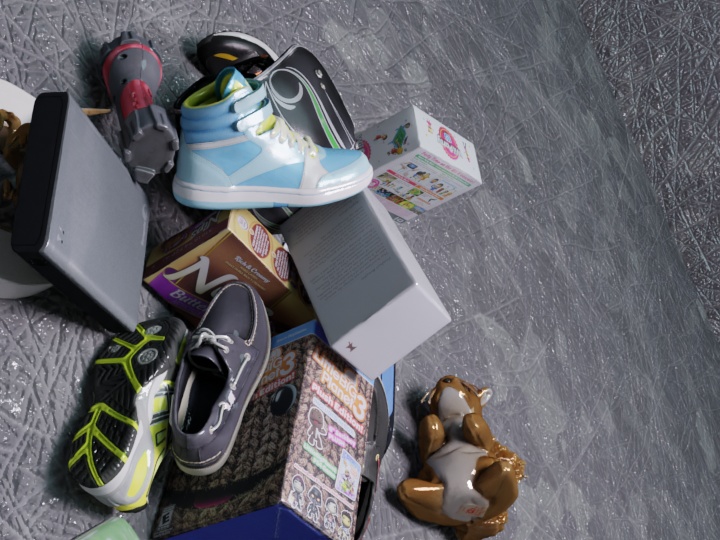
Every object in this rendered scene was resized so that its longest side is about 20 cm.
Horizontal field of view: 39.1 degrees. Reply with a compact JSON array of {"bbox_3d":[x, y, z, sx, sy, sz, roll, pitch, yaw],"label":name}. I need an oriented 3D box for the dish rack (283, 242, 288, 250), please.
[{"bbox_3d":[-0.037,0.038,1.239,0.172,0.043,0.200,51,33,-23],"label":"dish rack"}]

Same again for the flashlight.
[{"bbox_3d":[-0.216,-0.169,0.999,0.068,0.068,0.200,63,-1,-38],"label":"flashlight"}]

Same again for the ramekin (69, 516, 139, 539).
[{"bbox_3d":[-0.215,0.248,0.670,0.098,0.200,0.200,60,30,5],"label":"ramekin"}]

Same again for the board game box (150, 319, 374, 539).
[{"bbox_3d":[-0.086,0.171,0.955,0.097,0.159,0.200,45,36,-32],"label":"board game box"}]

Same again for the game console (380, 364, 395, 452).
[{"bbox_3d":[0.017,0.128,1.159,0.177,0.031,0.200,-55,146,-76],"label":"game console"}]

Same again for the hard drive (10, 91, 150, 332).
[{"bbox_3d":[-0.234,-0.042,0.876,0.200,0.033,0.140,70,20,-68],"label":"hard drive"}]

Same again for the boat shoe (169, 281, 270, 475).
[{"bbox_3d":[-0.128,0.084,0.927,0.063,0.073,0.200,84,14,-54],"label":"boat shoe"}]

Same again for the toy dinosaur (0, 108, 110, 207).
[{"bbox_3d":[-0.281,-0.099,0.881,0.106,0.060,0.200,75,16,-55],"label":"toy dinosaur"}]

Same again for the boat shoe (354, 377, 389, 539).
[{"bbox_3d":[-0.011,0.198,1.053,0.063,0.074,0.202,-102,-158,-77],"label":"boat shoe"}]

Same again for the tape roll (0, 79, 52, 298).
[{"bbox_3d":[-0.316,-0.074,0.882,0.203,0.037,0.203,37,41,-41],"label":"tape roll"}]

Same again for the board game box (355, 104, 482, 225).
[{"bbox_3d":[0.031,-0.118,1.296,0.147,0.200,0.064,22,52,-51],"label":"board game box"}]

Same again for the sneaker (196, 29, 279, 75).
[{"bbox_3d":[-0.120,-0.216,1.252,0.200,0.070,0.090,32,42,-47],"label":"sneaker"}]

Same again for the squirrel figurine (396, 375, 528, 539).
[{"bbox_3d":[0.134,0.239,1.315,0.187,0.141,0.200,-96,161,-46],"label":"squirrel figurine"}]

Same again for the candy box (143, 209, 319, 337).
[{"bbox_3d":[-0.111,0.031,1.049,0.200,0.117,0.057,47,28,-30],"label":"candy box"}]

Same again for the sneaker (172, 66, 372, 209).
[{"bbox_3d":[-0.080,-0.131,0.973,0.080,0.200,0.131,-132,-140,-59],"label":"sneaker"}]

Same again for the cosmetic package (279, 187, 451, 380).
[{"bbox_3d":[0.000,0.000,1.007,0.071,0.101,0.200,45,13,-40],"label":"cosmetic package"}]

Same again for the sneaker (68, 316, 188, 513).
[{"bbox_3d":[-0.201,0.125,0.911,0.200,0.075,0.076,-75,153,-44],"label":"sneaker"}]

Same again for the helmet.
[{"bbox_3d":[-0.098,-0.133,1.121,0.191,0.200,0.200,63,29,-23],"label":"helmet"}]
